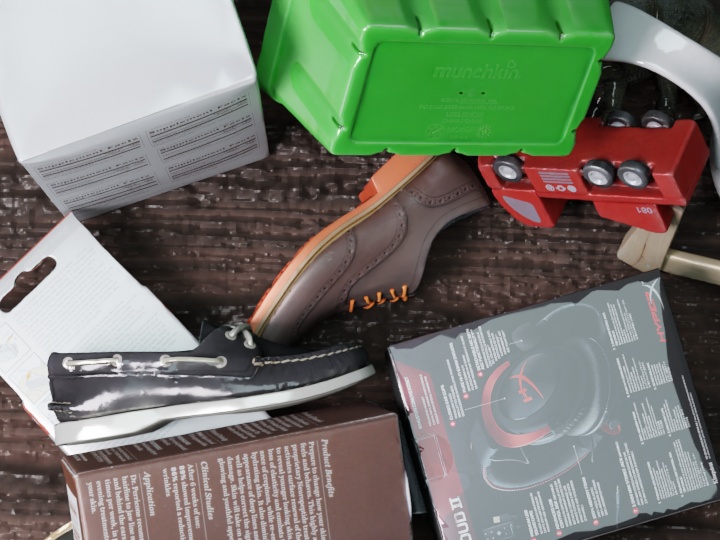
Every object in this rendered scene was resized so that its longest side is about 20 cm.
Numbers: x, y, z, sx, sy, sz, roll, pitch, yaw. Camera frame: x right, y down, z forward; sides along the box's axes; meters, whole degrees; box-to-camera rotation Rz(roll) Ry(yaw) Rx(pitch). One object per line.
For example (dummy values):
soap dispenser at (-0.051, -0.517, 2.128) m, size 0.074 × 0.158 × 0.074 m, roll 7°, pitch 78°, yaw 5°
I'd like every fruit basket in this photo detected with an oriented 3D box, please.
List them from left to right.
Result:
fruit basket at (0.035, -0.159, 1.180) m, size 0.213 × 0.156 × 0.217 m, roll 10°, pitch 40°, yaw -9°

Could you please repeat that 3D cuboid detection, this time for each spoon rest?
spoon rest at (0.229, -0.096, 1.213) m, size 0.199 × 0.060 × 0.100 m, roll 32°, pitch 84°, yaw -31°

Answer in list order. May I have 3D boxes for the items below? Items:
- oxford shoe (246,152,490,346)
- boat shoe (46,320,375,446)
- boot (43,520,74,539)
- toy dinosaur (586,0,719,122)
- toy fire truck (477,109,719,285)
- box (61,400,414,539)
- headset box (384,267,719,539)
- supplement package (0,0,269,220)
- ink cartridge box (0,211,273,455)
oxford shoe at (0.000, 0.000, 1.231) m, size 0.073 × 0.071 × 0.200 m, roll 44°, pitch 84°, yaw 0°
boat shoe at (-0.092, 0.060, 1.173) m, size 0.198 × 0.074 × 0.061 m, roll -11°, pitch 85°, yaw 4°
boot at (-0.210, 0.228, 1.161) m, size 0.077 × 0.138 × 0.200 m, roll 38°, pitch 82°, yaw 5°
toy dinosaur at (0.182, -0.146, 1.250) m, size 0.198 × 0.077 × 0.103 m, roll -2°, pitch 95°, yaw 3°
toy fire truck at (0.183, -0.035, 1.221) m, size 0.199 × 0.141 × 0.049 m, roll 5°, pitch 53°, yaw 37°
box at (-0.073, 0.145, 1.162) m, size 0.198 × 0.075 × 0.101 m, roll -8°, pitch 96°, yaw -14°
headset box at (0.109, 0.099, 1.214) m, size 0.198 × 0.075 × 0.150 m, roll -16°, pitch 82°, yaw -3°
supplement package at (-0.155, -0.155, 1.185) m, size 0.146 × 0.200 × 0.193 m, roll -19°, pitch 82°, yaw -3°
ink cartridge box at (-0.150, 0.073, 1.228) m, size 0.109 × 0.050 × 0.200 m, roll -43°, pitch 84°, yaw -8°
